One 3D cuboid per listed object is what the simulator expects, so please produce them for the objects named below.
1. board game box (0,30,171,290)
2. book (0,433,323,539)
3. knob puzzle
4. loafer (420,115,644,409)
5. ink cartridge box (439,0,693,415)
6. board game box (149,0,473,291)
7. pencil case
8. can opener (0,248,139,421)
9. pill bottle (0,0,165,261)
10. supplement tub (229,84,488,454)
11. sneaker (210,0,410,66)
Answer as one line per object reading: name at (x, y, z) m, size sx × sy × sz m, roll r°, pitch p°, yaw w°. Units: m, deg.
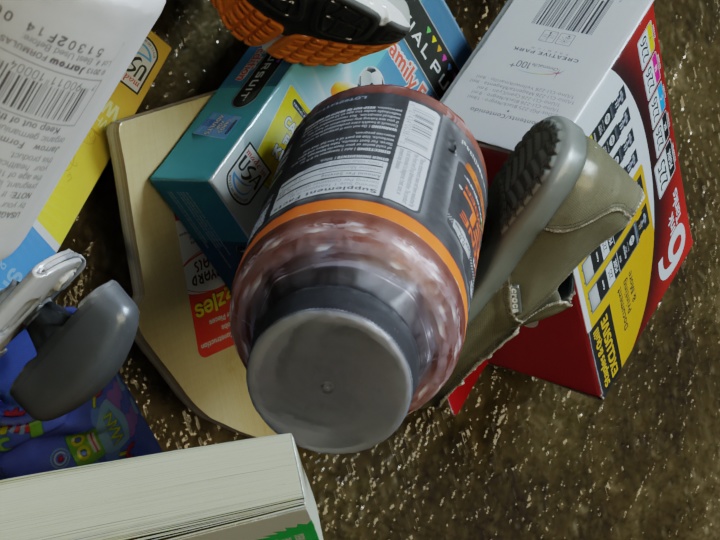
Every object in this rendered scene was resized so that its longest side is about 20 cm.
board game box at (-0.199, -0.069, 0.924) m, size 0.153 × 0.040 × 0.201 m, roll 38°, pitch 70°, yaw -32°
book at (-0.118, 0.121, 0.835) m, size 0.199 × 0.134 × 0.048 m, roll -13°, pitch 71°, yaw -1°
knob puzzle at (-0.058, -0.001, 1.036) m, size 0.219 × 0.030 × 0.221 m, roll -4°, pitch 96°, yaw -49°
loafer at (0.077, 0.010, 0.981) m, size 0.069 × 0.200 × 0.075 m, roll 22°, pitch 43°, yaw -16°
ink cartridge box at (0.106, -0.029, 1.077) m, size 0.176 × 0.083 × 0.201 m, roll -56°, pitch 145°, yaw -29°
board game box at (-0.008, -0.066, 1.030) m, size 0.200 × 0.047 × 0.151 m, roll -57°, pitch 131°, yaw -29°
pencil case at (-0.132, 0.115, 0.933) m, size 0.087 × 0.078 × 0.201 m, roll -54°, pitch 137°, yaw -39°
can opener at (-0.178, 0.072, 0.834) m, size 0.067 × 0.053 × 0.200 m, roll 44°, pitch 102°, yaw 6°
pill bottle at (-0.176, -0.065, 0.801) m, size 0.114 × 0.115 × 0.200 m, roll 19°, pitch 114°, yaw -36°
supplement tub at (0.000, 0.000, 0.871) m, size 0.107 × 0.106 × 0.200 m, roll 60°, pitch 21°, yaw -23°
sneaker at (-0.055, -0.169, 0.923) m, size 0.199 × 0.076 × 0.093 m, roll 21°, pitch 63°, yaw -33°
